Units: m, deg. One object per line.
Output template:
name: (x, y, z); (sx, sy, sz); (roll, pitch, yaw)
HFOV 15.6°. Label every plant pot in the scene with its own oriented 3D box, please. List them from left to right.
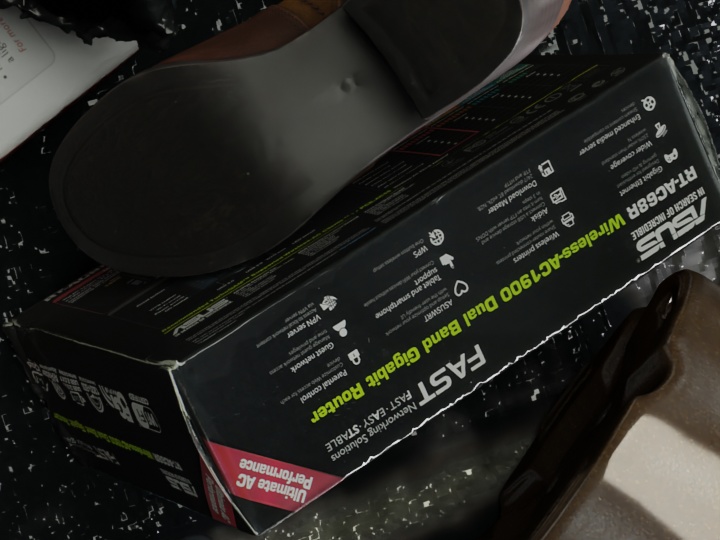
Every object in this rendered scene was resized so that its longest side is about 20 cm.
plant pot: (0.147, 0.114, 0.878); (0.198, 0.200, 0.201); (35, 72, -3)

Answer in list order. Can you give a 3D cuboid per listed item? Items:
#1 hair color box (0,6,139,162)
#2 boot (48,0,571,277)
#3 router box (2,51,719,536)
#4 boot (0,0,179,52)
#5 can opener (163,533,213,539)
hair color box: (-0.181, -0.055, 0.856); (0.200, 0.064, 0.111); (-40, 96, -22)
boot: (0.007, -0.079, 0.865); (0.069, 0.188, 0.200); (53, 27, -2)
router box: (0.000, 0.000, 0.857); (0.199, 0.150, 0.062); (-32, 108, -20)
boot: (-0.056, -0.127, 0.861); (0.198, 0.073, 0.163); (38, 37, -14)
can opener: (-0.139, 0.122, 0.846); (0.199, 0.053, 0.067); (-24, 90, -22)
